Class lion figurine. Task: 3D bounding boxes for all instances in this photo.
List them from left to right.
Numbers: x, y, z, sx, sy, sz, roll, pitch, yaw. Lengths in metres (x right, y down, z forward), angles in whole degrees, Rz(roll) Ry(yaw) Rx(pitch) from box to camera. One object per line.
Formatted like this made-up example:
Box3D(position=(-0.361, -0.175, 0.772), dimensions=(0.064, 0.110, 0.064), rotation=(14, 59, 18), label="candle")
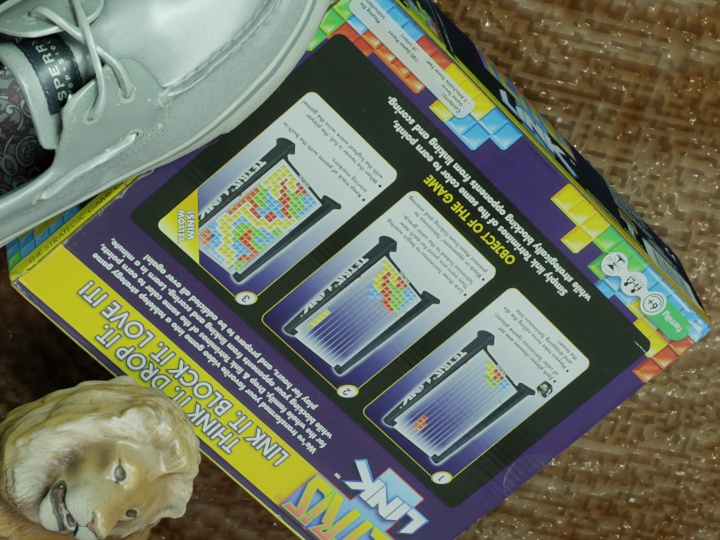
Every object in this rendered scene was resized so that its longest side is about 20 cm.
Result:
Box3D(position=(-0.099, 0.112, 1.080), dimensions=(0.122, 0.073, 0.200), rotation=(-13, 143, 6), label="lion figurine")

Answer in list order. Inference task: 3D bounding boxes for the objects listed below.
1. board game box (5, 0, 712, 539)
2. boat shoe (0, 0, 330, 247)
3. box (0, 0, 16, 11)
Box3D(position=(0.000, 0.000, 1.063), dimensions=(0.165, 0.057, 0.200), rotation=(-39, 120, 13), label="board game box")
Box3D(position=(-0.096, -0.055, 0.962), dimensions=(0.200, 0.072, 0.070), rotation=(-34, 86, 8), label="boat shoe")
Box3D(position=(-0.231, -0.096, 0.959), dimensions=(0.200, 0.049, 0.161), rotation=(-35, 120, 7), label="box")
